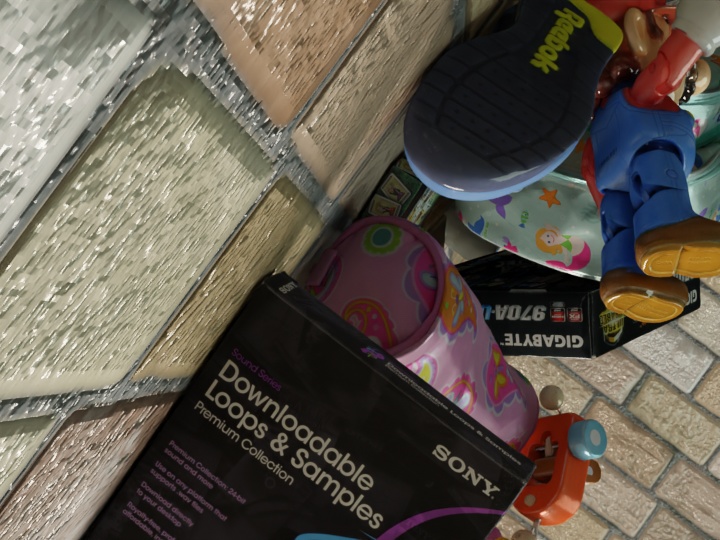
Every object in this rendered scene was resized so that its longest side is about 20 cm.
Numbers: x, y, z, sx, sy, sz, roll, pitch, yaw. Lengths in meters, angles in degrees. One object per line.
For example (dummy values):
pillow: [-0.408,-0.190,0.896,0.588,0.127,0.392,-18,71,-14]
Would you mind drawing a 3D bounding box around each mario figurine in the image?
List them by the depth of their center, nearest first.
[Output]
mario figurine: [0.170,-0.077,0.764,0.123,0.106,0.201,-21,-124,31]

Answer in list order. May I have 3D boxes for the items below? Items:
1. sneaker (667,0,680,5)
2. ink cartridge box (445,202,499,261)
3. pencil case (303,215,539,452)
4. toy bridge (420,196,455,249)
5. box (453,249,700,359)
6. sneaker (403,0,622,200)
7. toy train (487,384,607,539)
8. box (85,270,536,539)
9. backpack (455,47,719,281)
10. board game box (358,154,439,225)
sneaker: [0.274,-0.263,1.183,0.079,0.095,0.200,-52,174,-2]
ink cartridge box: [0.137,-0.106,1.118,0.200,0.067,0.116,-52,175,-10]
pencil case: [0.035,0.049,0.755,0.088,0.087,0.200,-53,149,-9]
toy bridge: [0.045,-0.027,0.990,0.200,0.027,0.067,-49,164,-19]
box: [0.130,0.019,0.976,0.200,0.158,0.046,-15,103,-56]
sneaker: [0.070,-0.075,0.684,0.082,0.074,0.200,-54,175,37]
toy train: [0.073,0.161,0.850,0.200,0.056,0.151,-24,-136,43]
box: [-0.037,0.122,0.618,0.200,0.143,0.036,-55,174,12]
backpack: [0.160,-0.081,0.917,0.200,0.177,0.151,-41,145,-46]
board game box: [0.000,0.000,0.824,0.200,0.023,0.105,-57,175,33]
